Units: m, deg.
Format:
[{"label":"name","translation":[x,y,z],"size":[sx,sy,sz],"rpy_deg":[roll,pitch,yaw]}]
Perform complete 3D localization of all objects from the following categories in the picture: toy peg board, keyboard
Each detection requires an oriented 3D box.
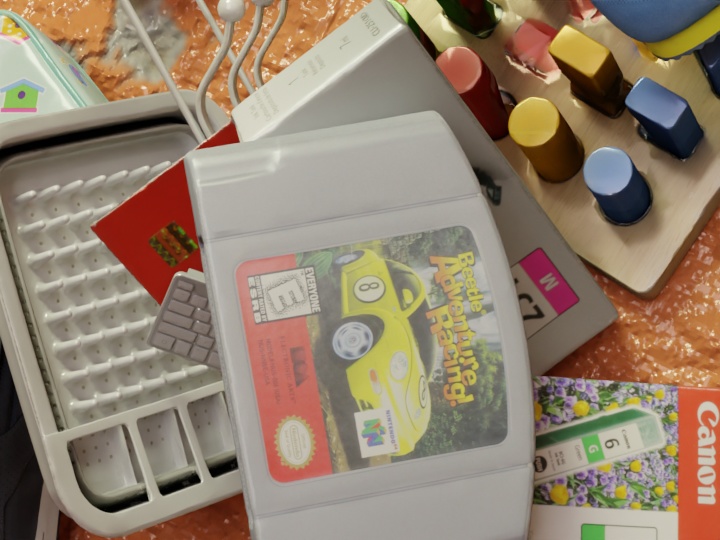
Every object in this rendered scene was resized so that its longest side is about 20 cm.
[{"label":"toy peg board","translation":[0.110,-0.127,1.042],"size":[0.199,0.098,0.201],"rpy_deg":[34,89,24]},{"label":"keyboard","translation":[-0.002,0.050,1.008],"size":[0.198,0.056,0.011],"rpy_deg":[20,41,-9]}]

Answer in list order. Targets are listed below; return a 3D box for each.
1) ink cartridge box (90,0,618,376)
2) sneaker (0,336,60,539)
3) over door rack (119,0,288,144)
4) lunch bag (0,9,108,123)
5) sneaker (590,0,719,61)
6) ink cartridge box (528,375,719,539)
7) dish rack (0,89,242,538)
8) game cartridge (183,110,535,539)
[{"label":"ink cartridge box","translation":[0.000,0.000,0.997],"size":[0.173,0.200,0.044],"rpy_deg":[-37,31,4]},{"label":"sneaker","translation":[-0.213,0.098,1.047],"size":[0.077,0.146,0.204],"rpy_deg":[29,106,40]},{"label":"over door rack","translation":[-0.085,-0.140,1.046],"size":[0.067,0.148,0.200],"rpy_deg":[-40,93,14]},{"label":"lunch bag","translation":[-0.209,-0.023,1.135],"size":[0.200,0.077,0.161],"rpy_deg":[-43,70,5]},{"label":"sneaker","translation":[0.181,-0.183,0.945],"size":[0.200,0.078,0.066],"rpy_deg":[-41,28,15]},{"label":"ink cartridge box","translation":[0.132,0.108,0.959],"size":[0.198,0.050,0.110],"rpy_deg":[4,76,-3]},{"label":"dish rack","translation":[-0.112,0.020,1.037],"size":[0.043,0.171,0.202],"rpy_deg":[-16,90,46]},{"label":"game cartridge","translation":[0.005,0.036,0.911],"size":[0.132,0.041,0.202],"rpy_deg":[-10,85,-11]}]
